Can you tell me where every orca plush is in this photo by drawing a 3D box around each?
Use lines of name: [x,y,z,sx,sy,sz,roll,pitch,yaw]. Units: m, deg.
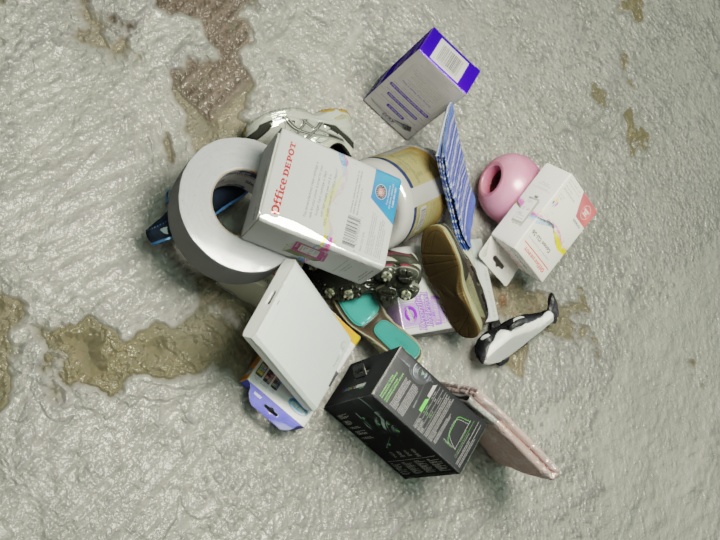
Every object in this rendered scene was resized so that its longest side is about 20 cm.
orca plush: [0.261,0.092,1.663,0.199,0.106,0.071,-35,59,-21]

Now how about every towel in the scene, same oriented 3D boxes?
towel: [0.160,-0.150,1.559,0.146,0.023,0.202,-75,154,-46]
towel: [0.207,0.254,1.518,0.191,0.200,0.032,45,78,-8]

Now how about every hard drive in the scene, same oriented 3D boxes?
hard drive: [-0.088,0.097,1.388,0.133,0.026,0.201,-62,141,-26]

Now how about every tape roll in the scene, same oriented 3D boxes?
tape roll: [-0.175,-0.086,1.378,0.196,0.066,0.205,8,72,-23]

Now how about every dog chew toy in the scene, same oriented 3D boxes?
dog chew toy: [0.307,-0.130,1.724,0.197,0.124,0.127,20,67,-31]

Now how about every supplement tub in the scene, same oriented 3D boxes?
supplement tub: [0.060,-0.122,1.539,0.199,0.143,0.147,-27,90,-56]

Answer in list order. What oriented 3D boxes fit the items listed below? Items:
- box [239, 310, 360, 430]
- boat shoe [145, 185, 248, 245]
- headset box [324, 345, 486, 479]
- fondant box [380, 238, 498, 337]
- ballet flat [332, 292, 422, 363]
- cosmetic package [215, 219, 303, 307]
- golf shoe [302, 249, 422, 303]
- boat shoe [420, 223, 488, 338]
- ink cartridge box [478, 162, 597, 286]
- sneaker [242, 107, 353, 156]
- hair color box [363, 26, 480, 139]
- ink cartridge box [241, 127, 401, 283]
box: [-0.097,0.146,1.472,0.119,0.041,0.201,41,64,-13]
boat shoe: [-0.254,-0.107,1.437,0.200,0.083,0.070,-43,116,-44]
headset box: [0.060,0.218,1.459,0.199,0.174,0.093,41,62,-11]
fondant box: [0.128,0.031,1.614,0.196,0.058,0.148,-7,80,-29]
ballet flat: [0.019,0.091,1.533,0.067,0.063,0.200,-36,72,-22]
cosmetic package: [-0.131,-0.050,1.477,0.102,0.087,0.203,29,65,-18]
golf shoe: [0.000,0.000,1.515,0.195,0.079,0.089,8,32,3]
boat shoe: [0.156,0.010,1.557,0.065,0.072,0.203,-40,118,-45]
ink cartridge box: [0.303,-0.065,1.635,0.201,0.067,0.116,-52,131,-3]
sneaker: [-0.093,-0.211,1.549,0.196,0.075,0.090,-8,80,-29]
hair color box: [0.101,-0.311,1.607,0.109,0.199,0.065,40,60,-12]
ink cartridge box: [-0.055,-0.089,1.352,0.197,0.084,0.147,22,65,-20]
